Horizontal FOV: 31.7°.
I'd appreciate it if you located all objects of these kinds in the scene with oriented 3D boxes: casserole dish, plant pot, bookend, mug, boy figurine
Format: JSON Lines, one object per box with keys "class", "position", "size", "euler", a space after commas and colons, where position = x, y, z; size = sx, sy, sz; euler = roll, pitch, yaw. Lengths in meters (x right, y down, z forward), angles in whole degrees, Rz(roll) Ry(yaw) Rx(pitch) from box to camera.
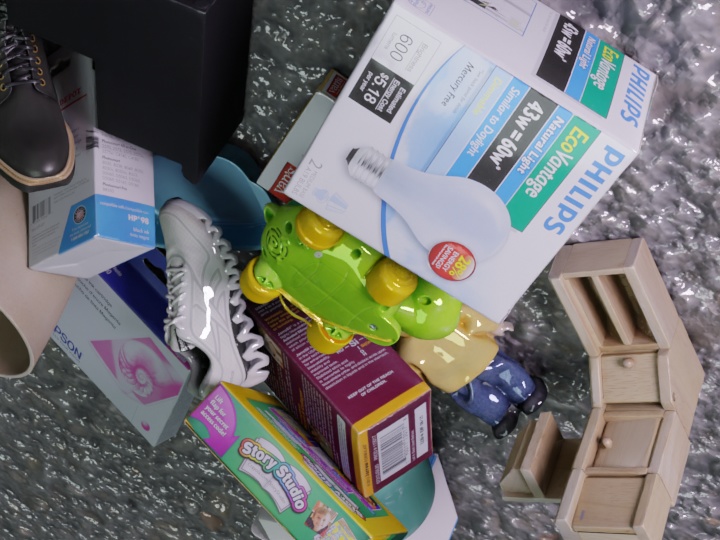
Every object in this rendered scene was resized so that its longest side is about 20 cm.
{"class": "casserole dish", "position": [-0.162, -0.075, 1.220], "size": [0.200, 0.039, 0.121], "euler": [2, 135, 30]}
{"class": "plant pot", "position": [-0.345, -0.031, 1.240], "size": [0.187, 0.200, 0.187], "euler": [21, 146, 15]}
{"class": "bookend", "position": [-0.199, -0.202, 1.059], "size": [0.199, 0.092, 0.200], "euler": [23, 143, 9]}
{"class": "mug", "position": [-0.019, 0.206, 1.356], "size": [0.185, 0.152, 0.114], "euler": [6, 137, 25]}
{"class": "boy figurine", "position": [0.082, 0.077, 1.213], "size": [0.200, 0.064, 0.124], "euler": [40, 108, -13]}

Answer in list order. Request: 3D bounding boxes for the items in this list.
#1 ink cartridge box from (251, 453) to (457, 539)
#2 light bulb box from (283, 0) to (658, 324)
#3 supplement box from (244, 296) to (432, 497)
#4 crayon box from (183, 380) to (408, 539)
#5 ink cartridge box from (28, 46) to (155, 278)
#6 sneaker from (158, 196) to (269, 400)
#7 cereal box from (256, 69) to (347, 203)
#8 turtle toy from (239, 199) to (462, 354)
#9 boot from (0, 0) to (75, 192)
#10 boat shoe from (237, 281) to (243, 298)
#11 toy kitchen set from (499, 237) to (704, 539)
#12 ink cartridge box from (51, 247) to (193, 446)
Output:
{"class": "ink cartridge box", "position": [-0.011, 0.281, 1.455], "size": [0.200, 0.129, 0.125], "euler": [6, 137, 27]}
{"class": "light bulb box", "position": [0.082, -0.101, 0.953], "size": [0.200, 0.125, 0.198], "euler": [31, 130, -3]}
{"class": "supplement box", "position": [-0.023, 0.104, 1.227], "size": [0.200, 0.086, 0.110], "euler": [45, 154, 35]}
{"class": "crayon box", "position": [-0.057, 0.199, 1.199], "size": [0.200, 0.058, 0.173], "euler": [43, -178, 16]}
{"class": "ink cartridge box", "position": [-0.248, -0.105, 1.163], "size": [0.067, 0.200, 0.116], "euler": [11, 158, -43]}
{"class": "sneaker", "position": [-0.153, 0.029, 1.201], "size": [0.075, 0.081, 0.200], "euler": [0, 112, 56]}
{"class": "cereal box", "position": [0.021, -0.070, 1.115], "size": [0.200, 0.040, 0.144], "euler": [33, 140, -6]}
{"class": "turtle toy", "position": [0.000, 0.000, 1.091], "size": [0.200, 0.101, 0.146], "euler": [38, 140, -11]}
{"class": "boot", "position": [-0.296, -0.177, 1.082], "size": [0.200, 0.077, 0.138], "euler": [60, 153, 34]}
{"class": "boat shoe", "position": [-0.192, 0.059, 1.359], "size": [0.091, 0.071, 0.200], "euler": [30, 142, -3]}
{"class": "toy kitchen set", "position": [0.176, 0.111, 1.096], "size": [0.163, 0.200, 0.181], "euler": [-6, 131, 34]}
{"class": "ink cartridge box", "position": [-0.244, 0.058, 1.337], "size": [0.196, 0.043, 0.200], "euler": [44, 135, 16]}
